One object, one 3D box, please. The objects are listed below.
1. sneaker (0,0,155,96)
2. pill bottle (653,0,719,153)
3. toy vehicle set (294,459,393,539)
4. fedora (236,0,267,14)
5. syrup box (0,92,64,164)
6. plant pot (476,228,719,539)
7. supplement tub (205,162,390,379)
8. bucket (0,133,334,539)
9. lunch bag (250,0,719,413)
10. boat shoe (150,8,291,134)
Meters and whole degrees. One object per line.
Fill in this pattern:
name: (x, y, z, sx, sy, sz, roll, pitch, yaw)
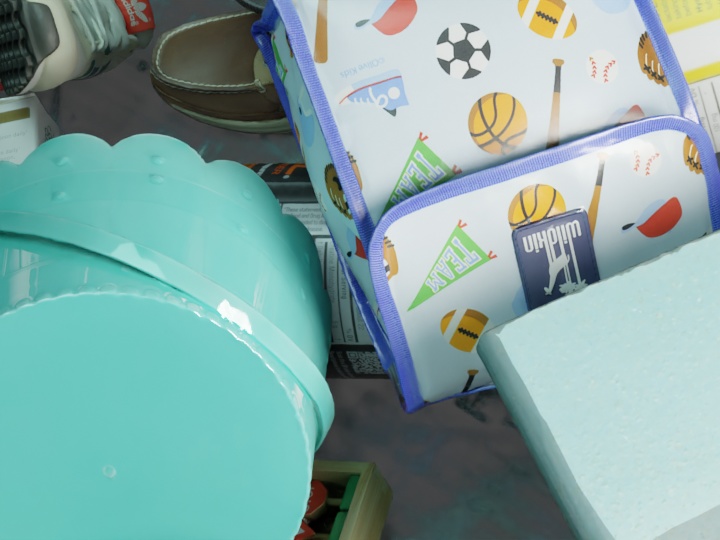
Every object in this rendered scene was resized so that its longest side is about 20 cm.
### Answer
sneaker: (-0.152, -0.134, 1.392, 0.093, 0.200, 0.071, -17, 95, -12)
pill bottle: (0.164, -0.112, 1.314, 0.198, 0.111, 0.112, -16, 58, 7)
toy vehicle set: (-0.069, 0.177, 1.244, 0.123, 0.027, 0.201, -1, 52, 28)
fedora: (0.011, -0.192, 1.343, 0.176, 0.091, 0.200, -23, 23, -24)
syrup box: (-0.185, 0.018, 1.367, 0.081, 0.079, 0.201, -12, 59, 10)
plant pot: (0.186, 0.103, 1.148, 0.195, 0.196, 0.201, -23, 69, 3)
supplement tub: (0.000, 0.000, 1.306, 0.198, 0.107, 0.108, 0, 62, 16)
bucket: (-0.108, 0.053, 1.190, 0.206, 0.208, 0.135, -17, 29, 7)
lunch bag: (0.062, -0.055, 1.198, 0.169, 0.124, 0.201, -19, 85, -6)
boat shoe: (-0.019, -0.120, 1.397, 0.198, 0.072, 0.076, -4, 61, 15)
